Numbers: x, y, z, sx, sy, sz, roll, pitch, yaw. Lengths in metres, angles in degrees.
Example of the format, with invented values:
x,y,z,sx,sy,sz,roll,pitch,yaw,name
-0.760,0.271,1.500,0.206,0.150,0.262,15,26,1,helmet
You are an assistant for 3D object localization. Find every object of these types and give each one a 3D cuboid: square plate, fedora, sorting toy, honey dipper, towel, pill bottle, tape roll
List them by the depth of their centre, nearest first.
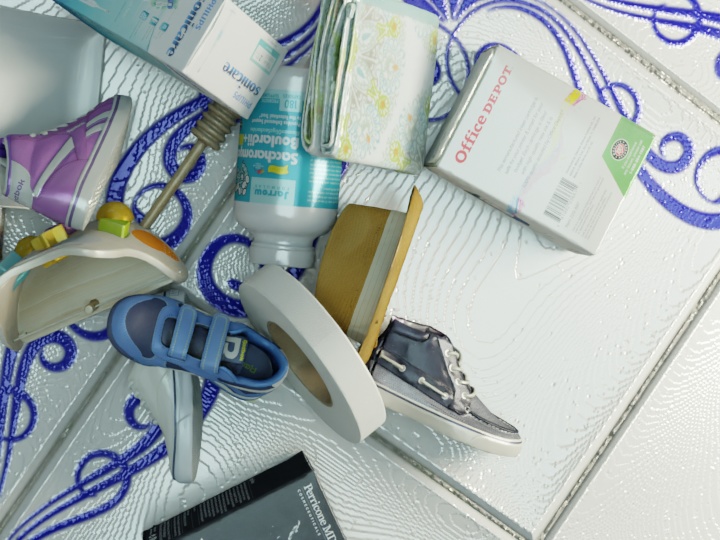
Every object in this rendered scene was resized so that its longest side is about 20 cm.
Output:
x,y,z,sx,sy,sz,roll,pitch,yaw,name
-0.293,0.000,1.543,0.198,0.180,0.108,-22,90,5,sorting toy
-0.345,-0.161,1.565,0.199,0.028,0.201,3,94,-50,square plate
-0.050,0.084,1.581,0.037,0.203,0.204,-36,97,-14,tape roll
0.014,-0.192,1.591,0.048,0.199,0.173,10,93,32,towel
0.000,0.000,1.594,0.081,0.201,0.203,20,91,0,fedora
-0.073,-0.106,1.612,0.109,0.111,0.203,4,92,-7,pill bottle
-0.194,-0.090,1.636,0.038,0.038,0.201,34,91,-7,honey dipper

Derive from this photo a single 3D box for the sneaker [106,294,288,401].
x,y,z,sx,sy,sz,roll,pitch,yaw,name
-0.158,0.073,1.571,0.198,0.082,0.075,21,74,-27,sneaker

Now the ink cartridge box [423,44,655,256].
x,y,z,sx,sy,sz,roll,pitch,yaw,name
0.186,-0.126,1.654,0.199,0.087,0.146,28,89,-9,ink cartridge box

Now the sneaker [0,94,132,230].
x,y,z,sx,sy,sz,roll,pitch,yaw,name
-0.296,-0.128,1.552,0.113,0.201,0.073,19,125,-2,sneaker

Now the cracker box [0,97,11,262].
x,y,z,sx,sy,sz,roll,pitch,yaw,name
-0.429,-0.083,1.597,0.132,0.058,0.203,6,93,-9,cracker box

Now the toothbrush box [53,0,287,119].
x,y,z,sx,sy,sz,roll,pitch,yaw,name
-0.192,-0.245,1.531,0.199,0.146,0.086,32,90,26,toothbrush box

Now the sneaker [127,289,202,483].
x,y,z,sx,sy,sz,roll,pitch,yaw,name
-0.206,0.123,1.636,0.070,0.073,0.203,-6,85,3,sneaker

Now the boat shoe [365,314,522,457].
x,y,z,sx,sy,sz,roll,pitch,yaw,name
0.096,0.122,1.662,0.198,0.075,0.094,24,96,-8,boat shoe

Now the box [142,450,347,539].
x,y,z,sx,sy,sz,roll,pitch,yaw,name
-0.099,0.328,1.629,0.195,0.124,0.202,-26,96,-7,box
